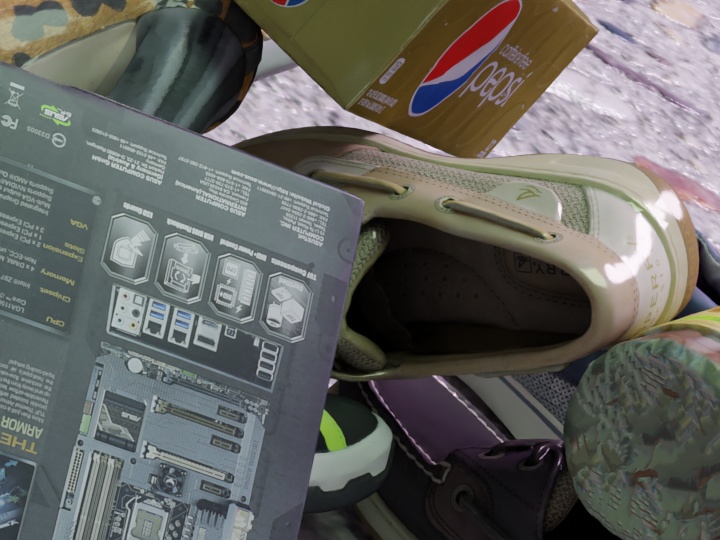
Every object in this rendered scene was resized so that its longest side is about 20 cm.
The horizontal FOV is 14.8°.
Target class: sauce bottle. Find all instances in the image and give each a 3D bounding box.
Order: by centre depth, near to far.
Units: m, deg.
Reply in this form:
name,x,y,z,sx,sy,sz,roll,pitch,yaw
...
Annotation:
name,x,y,z,sx,sy,sz,roll,pitch,yaw
sauce bottle,0.131,0.036,0.840,0.065,0.065,0.200,38,25,20

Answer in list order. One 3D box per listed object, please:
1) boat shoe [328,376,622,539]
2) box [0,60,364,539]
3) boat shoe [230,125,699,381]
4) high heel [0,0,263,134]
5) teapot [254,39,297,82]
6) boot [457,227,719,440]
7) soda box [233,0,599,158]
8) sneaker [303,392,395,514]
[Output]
name,x,y,z,sx,sy,sz,roll,pitch,yaw
boat shoe,0.059,0.082,0.825,0.072,0.065,0.200,7,32,-41
box,-0.107,0.026,0.667,0.199,0.051,0.158,19,65,-19
boat shoe,0.000,0.000,0.833,0.199,0.073,0.065,3,20,33
high heel,-0.133,-0.060,0.845,0.199,0.072,0.143,6,28,11
teapot,-0.115,-0.125,0.944,0.197,0.146,0.200,37,24,16
boot,0.065,-0.002,0.966,0.200,0.091,0.073,43,28,29
soda box,0.020,-0.086,0.894,0.064,0.068,0.200,45,8,11
sneaker,-0.068,0.021,0.755,0.199,0.083,0.072,8,-4,-40
